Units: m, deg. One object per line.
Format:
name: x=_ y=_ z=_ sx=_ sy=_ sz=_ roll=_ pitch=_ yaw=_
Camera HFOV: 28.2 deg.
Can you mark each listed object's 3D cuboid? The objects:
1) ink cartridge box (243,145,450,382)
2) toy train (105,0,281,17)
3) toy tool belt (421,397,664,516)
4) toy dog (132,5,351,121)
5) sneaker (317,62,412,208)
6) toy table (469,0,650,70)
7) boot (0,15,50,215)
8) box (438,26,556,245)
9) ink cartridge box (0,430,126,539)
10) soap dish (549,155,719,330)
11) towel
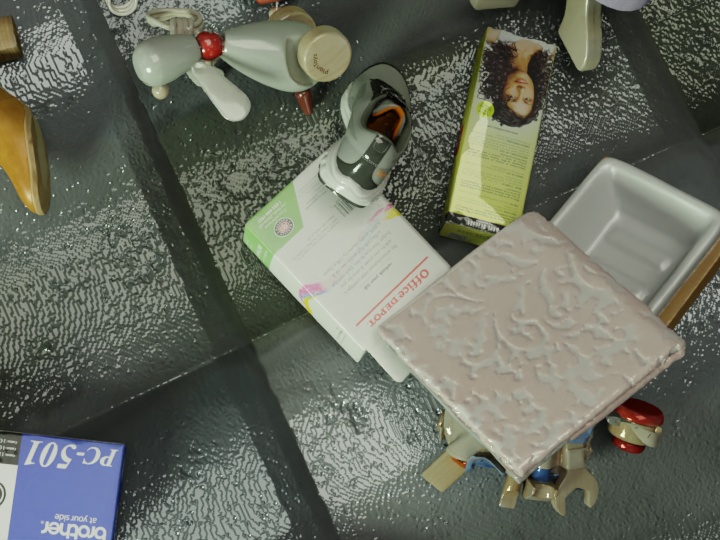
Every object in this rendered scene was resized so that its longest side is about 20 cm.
ink cartridge box: x=0.000 y=0.000 z=1.316 sx=0.117 sy=0.067 sz=0.200 roll=-42 pitch=86 yaw=-15
toy train: x=-0.148 y=-0.303 z=1.343 sx=0.198 sy=0.056 sz=0.152 roll=-7 pitch=103 yaw=-6
toy tool belt: x=0.163 y=0.160 z=1.294 sx=0.198 sy=0.125 sz=0.124 roll=13 pitch=105 yaw=-4
toy dog: x=-0.108 y=-0.182 z=1.329 sx=0.198 sy=0.132 sz=0.097 roll=-2 pitch=117 yaw=-4
sneaker: x=0.021 y=-0.137 z=1.306 sx=0.074 sy=0.079 sz=0.201 roll=32 pitch=34 yaw=-13
toy table: x=0.201 y=-0.301 z=1.360 sx=0.182 sy=0.117 sz=0.202 roll=1 pitch=59 yaw=-21
boot: x=-0.367 y=-0.131 z=1.300 sx=0.143 sy=0.071 sz=0.203 roll=-14 pitch=77 yaw=-4
box: x=0.131 y=-0.126 z=1.370 sx=0.075 sy=0.050 sz=0.202 roll=13 pitch=78 yaw=-5
ink cartridge box: x=-0.309 y=0.188 z=1.247 sx=0.198 sy=0.044 sz=0.095 roll=7 pitch=79 yaw=-7
soap dish: x=0.232 y=0.007 z=1.313 sx=0.157 sy=0.081 sz=0.200 roll=31 pitch=74 yaw=33
towel: x=0.144 y=0.060 z=1.230 sx=0.190 sy=0.032 sz=0.200 roll=-37 pitch=56 yaw=-13
